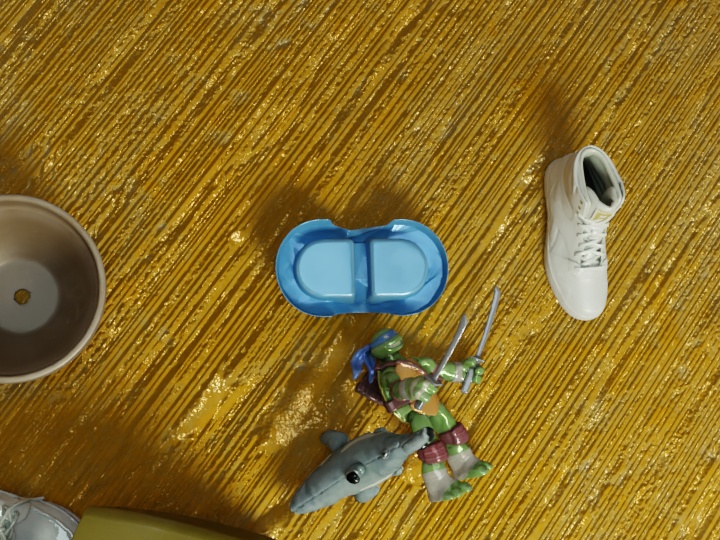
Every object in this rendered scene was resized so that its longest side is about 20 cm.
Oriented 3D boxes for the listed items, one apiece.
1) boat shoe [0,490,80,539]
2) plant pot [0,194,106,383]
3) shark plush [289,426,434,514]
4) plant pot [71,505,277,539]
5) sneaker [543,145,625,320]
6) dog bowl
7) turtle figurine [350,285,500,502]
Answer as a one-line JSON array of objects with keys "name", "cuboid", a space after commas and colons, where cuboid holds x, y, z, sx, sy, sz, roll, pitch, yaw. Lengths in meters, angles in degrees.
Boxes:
[{"name": "boat shoe", "cuboid": [-0.384, 0.262, 1.124, 0.201, 0.086, 0.075, 24, 79, -3]}, {"name": "plant pot", "cuboid": [-0.374, 0.024, 1.158, 0.200, 0.093, 0.202, 1, 81, -7]}, {"name": "shark plush", "cuboid": [0.010, 0.218, 1.146, 0.083, 0.199, 0.091, -26, 96, -50]}, {"name": "plant pot", "cuboid": [-0.214, 0.339, 1.091, 0.176, 0.200, 0.201, 21, 79, 7]}, {"name": "sneaker", "cuboid": [0.264, -0.045, 1.248, 0.073, 0.116, 0.201, -7, 84, -11]}, {"name": "dog bowl", "cuboid": [0.000, 0.000, 1.237, 0.199, 0.050, 0.112, -1, 82, -8]}, {"name": "turtle figurine", "cuboid": [0.101, 0.141, 1.179, 0.199, 0.144, 0.195, -21, 92, 0]}]
